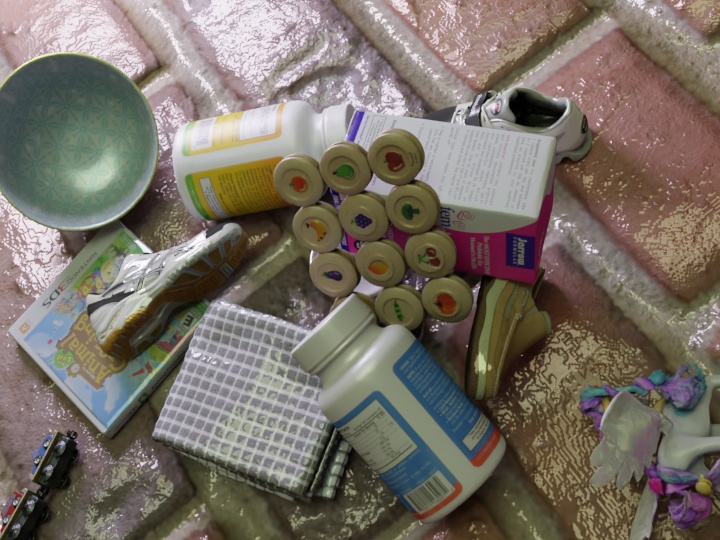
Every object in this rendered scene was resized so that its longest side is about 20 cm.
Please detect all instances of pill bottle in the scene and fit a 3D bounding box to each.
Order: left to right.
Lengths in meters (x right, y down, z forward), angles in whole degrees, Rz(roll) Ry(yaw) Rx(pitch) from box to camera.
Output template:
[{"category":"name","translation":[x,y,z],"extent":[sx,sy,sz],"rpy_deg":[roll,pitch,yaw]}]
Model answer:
[{"category":"pill bottle","translation":[-0.098,-0.125,1.245],"extent":[0.196,0.111,0.113],"rpy_deg":[-9,62,14]},{"category":"pill bottle","translation":[0.031,0.122,1.034],"extent":[0.112,0.112,0.201],"rpy_deg":[-41,91,-5]}]

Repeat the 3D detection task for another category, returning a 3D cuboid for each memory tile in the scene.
[{"category":"memory tile","translation":[0.012,-0.027,1.037],"extent":[0.151,0.202,0.017],"rpy_deg":[-9,28,25]}]

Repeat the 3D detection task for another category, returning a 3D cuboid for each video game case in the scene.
[{"category":"video game case","translation":[-0.281,0.059,1.270],"extent":[0.199,0.022,0.182],"rpy_deg":[37,81,29]}]

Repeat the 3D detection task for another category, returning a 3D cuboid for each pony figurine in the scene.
[{"category":"pony figurine","translation":[0.276,0.160,0.974],"extent":[0.197,0.169,0.194],"rpy_deg":[0,33,22]}]

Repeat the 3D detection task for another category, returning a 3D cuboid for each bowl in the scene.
[{"category":"bowl","translation":[-0.334,-0.151,1.326],"extent":[0.196,0.108,0.204],"rpy_deg":[-1,96,-7]}]

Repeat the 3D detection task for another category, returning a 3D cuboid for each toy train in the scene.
[{"category":"toy train","translation":[-0.359,0.259,1.194],"extent":[0.045,0.034,0.202],"rpy_deg":[14,71,37]}]

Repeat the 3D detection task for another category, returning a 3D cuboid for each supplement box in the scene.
[{"category":"supplement box","translation":[0.081,-0.071,1.072],"extent":[0.196,0.102,0.105],"rpy_deg":[8,54,14]}]

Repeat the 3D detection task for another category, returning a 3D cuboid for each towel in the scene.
[{"category":"towel","translation":[-0.096,0.130,1.136],"extent":[0.197,0.086,0.168],"rpy_deg":[14,71,24]}]

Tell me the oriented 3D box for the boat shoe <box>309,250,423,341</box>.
[{"category":"boat shoe","translation":[0.000,0.000,1.182],"extent":[0.067,0.057,0.201],"rpy_deg":[-37,59,-2]}]

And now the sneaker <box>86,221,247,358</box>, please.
[{"category":"sneaker","translation":[-0.217,0.001,1.219],"extent":[0.199,0.076,0.088],"rpy_deg":[-38,59,-3]}]

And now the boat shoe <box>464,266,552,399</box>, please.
[{"category":"boat shoe","translation":[0.146,0.048,1.071],"extent":[0.075,0.072,0.201],"rpy_deg":[15,43,4]}]

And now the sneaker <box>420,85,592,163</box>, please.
[{"category":"sneaker","translation":[0.143,-0.163,1.197],"extent":[0.197,0.089,0.075],"rpy_deg":[-1,66,20]}]

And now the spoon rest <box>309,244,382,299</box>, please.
[{"category":"spoon rest","translation":[0.037,-0.035,1.145],"extent":[0.198,0.061,0.099],"rpy_deg":[-30,55,-25]}]
